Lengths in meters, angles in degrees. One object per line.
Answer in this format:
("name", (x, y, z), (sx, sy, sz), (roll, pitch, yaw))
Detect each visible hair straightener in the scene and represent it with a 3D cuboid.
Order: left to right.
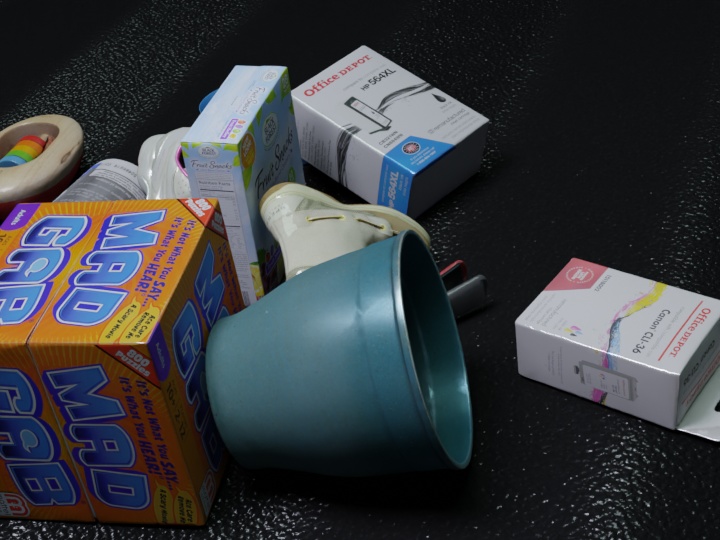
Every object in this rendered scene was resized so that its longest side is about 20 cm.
("hair straightener", (0.049, 0.059, 1.098), (0.199, 0.041, 0.077), (-28, 39, -25))

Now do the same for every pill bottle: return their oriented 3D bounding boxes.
("pill bottle", (-0.302, -0.024, 1.223), (0.113, 0.114, 0.200), (9, 38, 23))

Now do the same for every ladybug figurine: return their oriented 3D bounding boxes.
("ladybug figurine", (-0.419, -0.125, 1.423), (0.135, 0.072, 0.200), (6, 37, 18))

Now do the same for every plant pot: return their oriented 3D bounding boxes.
("plant pot", (-0.021, 0.087, 0.960), (0.187, 0.201, 0.201), (-15, 33, 15))

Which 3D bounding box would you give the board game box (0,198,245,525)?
("board game box", (-0.222, 0.076, 0.989), (0.198, 0.201, 0.201), (-1, 36, 13))

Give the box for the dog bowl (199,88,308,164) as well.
("dog bowl", (-0.121, -0.189, 1.472), (0.199, 0.050, 0.111), (24, 47, 37))

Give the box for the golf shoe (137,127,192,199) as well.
("golf shoe", (-0.191, -0.061, 1.207), (0.091, 0.202, 0.075), (-19, -20, 39))

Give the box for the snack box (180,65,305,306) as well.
("snack box", (-0.116, -0.090, 1.202), (0.067, 0.201, 0.169), (3, 37, 15))

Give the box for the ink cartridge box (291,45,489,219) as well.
("ink cartridge box", (0.027, -0.163, 1.336), (0.199, 0.085, 0.146), (35, 53, 24))

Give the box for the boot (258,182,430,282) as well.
("boot", (0.000, 0.000, 1.128), (0.199, 0.072, 0.155), (16, 36, -31))

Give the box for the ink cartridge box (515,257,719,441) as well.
("ink cartridge box", (0.254, 0.068, 1.020), (0.199, 0.068, 0.116), (18, 43, 32))
